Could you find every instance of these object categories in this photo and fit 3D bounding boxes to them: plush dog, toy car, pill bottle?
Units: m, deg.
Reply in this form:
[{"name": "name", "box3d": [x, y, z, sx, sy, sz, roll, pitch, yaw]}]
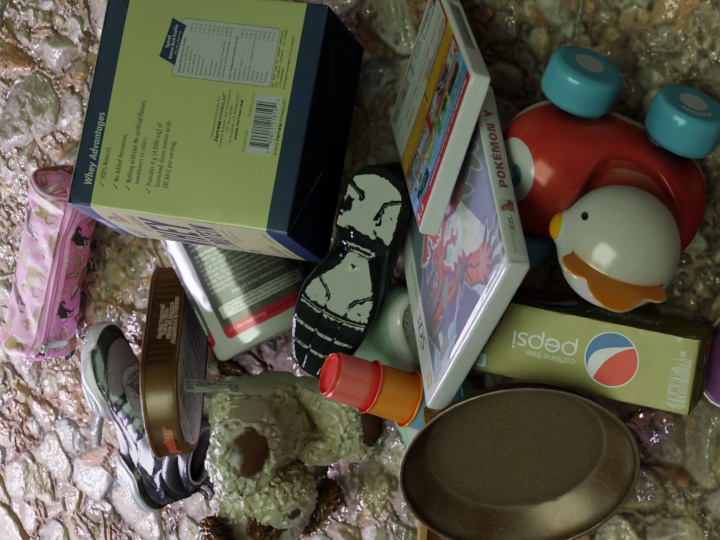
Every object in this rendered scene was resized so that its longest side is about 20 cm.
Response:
[{"name": "plush dog", "box3d": [-0.091, 0.185, 1.828, 0.160, 0.199, 0.174, 25, 118, 43]}, {"name": "toy car", "box3d": [0.183, -0.038, 1.531, 0.175, 0.201, 0.185, 20, 122, -3]}, {"name": "pill bottle", "box3d": [-0.124, -0.028, 1.823, 0.110, 0.110, 0.201, -27, 89, 37]}]

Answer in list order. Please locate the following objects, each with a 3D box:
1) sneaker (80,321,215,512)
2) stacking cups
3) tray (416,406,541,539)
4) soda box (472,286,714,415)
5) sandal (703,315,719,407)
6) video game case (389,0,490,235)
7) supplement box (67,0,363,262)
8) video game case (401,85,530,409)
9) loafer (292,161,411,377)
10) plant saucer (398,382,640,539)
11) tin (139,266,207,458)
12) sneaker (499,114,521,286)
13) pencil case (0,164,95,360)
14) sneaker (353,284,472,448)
[{"name": "sneaker", "box3d": [-0.200, 0.140, 1.951, 0.113, 0.075, 0.202, -8, 105, 35]}, {"name": "stacking cups", "box3d": [0.061, 0.117, 1.693, 0.061, 0.198, 0.061, -45, 35, 46]}, {"name": "tray", "box3d": [0.100, 0.198, 1.713, 0.098, 0.037, 0.201, 0, 132, -1]}, {"name": "soda box", "box3d": [0.184, 0.062, 1.615, 0.198, 0.068, 0.065, 12, 103, 18]}, {"name": "sandal", "box3d": [0.338, 0.047, 1.567, 0.202, 0.050, 0.083, -40, 79, 37]}, {"name": "video game case", "box3d": [0.063, -0.139, 1.631, 0.017, 0.201, 0.144, 12, 118, -13]}, {"name": "supplement box", "box3d": [-0.121, -0.126, 1.704, 0.198, 0.134, 0.202, 8, 82, 15]}, {"name": "video game case", "box3d": [0.080, -0.017, 1.601, 0.201, 0.023, 0.184, 116, 152, -49]}, {"name": "loafer", "box3d": [0.000, 0.000, 1.707, 0.072, 0.072, 0.201, 29, 110, 12]}, {"name": "plant saucer", "box3d": [0.130, 0.156, 1.627, 0.198, 0.037, 0.202, -1, 132, -1]}, {"name": "tin", "box3d": [-0.173, 0.084, 1.851, 0.041, 0.201, 0.113, -3, 137, 4]}, {"name": "sneaker", "box3d": [0.087, -0.042, 1.697, 0.081, 0.074, 0.202, 4, 106, 29]}, {"name": "pencil case", "box3d": [-0.307, -0.008, 1.972, 0.086, 0.083, 0.202, 27, 117, 26]}, {"name": "sneaker", "box3d": [0.038, 0.097, 1.785, 0.118, 0.073, 0.202, 18, 128, 52]}]
